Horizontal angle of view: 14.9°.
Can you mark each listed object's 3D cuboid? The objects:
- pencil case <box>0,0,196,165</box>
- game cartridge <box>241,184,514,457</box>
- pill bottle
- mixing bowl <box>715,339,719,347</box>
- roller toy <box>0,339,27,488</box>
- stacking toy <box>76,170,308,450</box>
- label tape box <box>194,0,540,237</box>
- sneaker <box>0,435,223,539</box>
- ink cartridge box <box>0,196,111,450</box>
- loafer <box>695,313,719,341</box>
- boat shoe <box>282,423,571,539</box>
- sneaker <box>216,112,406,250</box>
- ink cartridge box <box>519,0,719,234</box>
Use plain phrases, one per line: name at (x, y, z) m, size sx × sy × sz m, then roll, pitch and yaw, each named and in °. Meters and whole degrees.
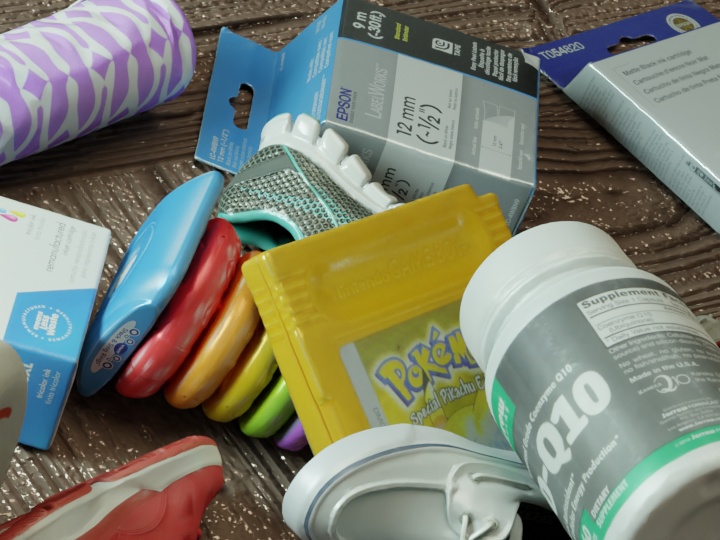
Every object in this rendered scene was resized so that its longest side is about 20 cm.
pencil case at (-0.183, -0.114, 1.597) m, size 0.200 × 0.084 × 0.086 m, roll -28°, pitch 94°, yaw -47°
game cartridge at (0.042, 0.064, 1.462) m, size 0.176 × 0.032 × 0.200 m, roll -20°, pitch 88°, yaw -42°
pill bottle at (0.130, 0.070, 1.357) m, size 0.113 × 0.113 × 0.200 m, roll 1°, pitch 35°, yaw -27°
mixing bowl at (0.237, 0.115, 1.478) m, size 0.200 × 0.201 × 0.108 m, roll 23°, pitch 9°, yaw 0°
roller toy at (-0.245, 0.088, 1.237) m, size 0.140 × 0.183 × 0.200 m, roll 26°, pitch 37°, yaw 5°
stacking toy at (-0.043, 0.053, 1.474) m, size 0.200 × 0.116 × 0.110 m, roll 32°, pitch 41°, yaw -11°
label tape box at (0.008, -0.099, 1.698) m, size 0.200 × 0.066 × 0.143 m, roll 19°, pitch 37°, yaw -9°
sneaker at (-0.111, 0.156, 1.340) m, size 0.200 × 0.078 × 0.116 m, roll -22°, pitch 88°, yaw -61°
ink cartridge box at (-0.240, 0.007, 1.434) m, size 0.200 × 0.067 × 0.116 m, roll 17°, pitch 37°, yaw -8°
loafer at (0.175, 0.062, 1.569) m, size 0.070 × 0.070 × 0.200 m, roll 34°, pitch 18°, yaw 25°
boat shoe at (0.055, 0.123, 1.369) m, size 0.200 × 0.074 × 0.065 m, roll 3°, pitch 28°, yaw -37°
sneaker at (0.000, 0.000, 1.582) m, size 0.200 × 0.078 × 0.091 m, roll 36°, pitch 60°, yaw 16°
ink cartridge box at (0.240, -0.121, 1.865) m, size 0.199 × 0.041 × 0.200 m, roll -21°, pitch 55°, yaw -43°
